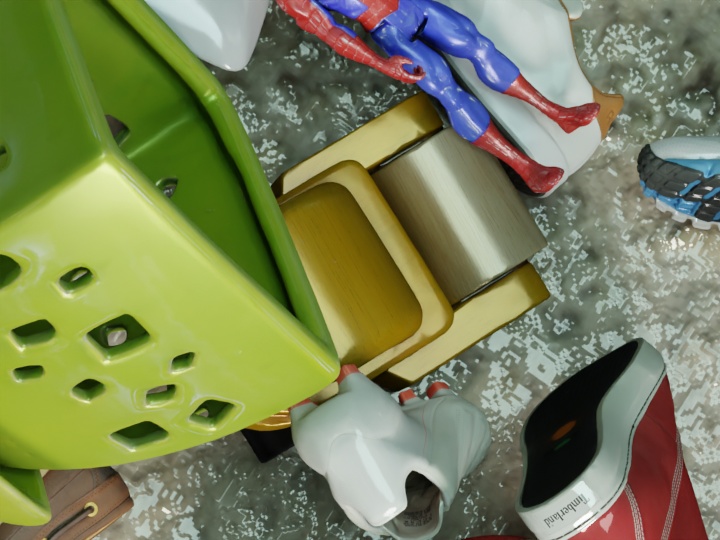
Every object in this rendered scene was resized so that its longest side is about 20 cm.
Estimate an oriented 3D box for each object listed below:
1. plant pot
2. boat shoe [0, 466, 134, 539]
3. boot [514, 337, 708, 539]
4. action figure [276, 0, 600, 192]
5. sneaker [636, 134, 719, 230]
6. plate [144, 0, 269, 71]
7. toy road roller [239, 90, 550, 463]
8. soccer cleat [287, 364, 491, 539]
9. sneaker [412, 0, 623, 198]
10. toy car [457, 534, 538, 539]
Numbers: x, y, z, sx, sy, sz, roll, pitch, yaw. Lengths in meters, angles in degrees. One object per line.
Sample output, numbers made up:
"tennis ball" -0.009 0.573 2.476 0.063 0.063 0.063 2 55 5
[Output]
"plant pot" -0.152 -0.018 1.272 0.181 0.199 0.200 -33 48 10
"boat shoe" -0.186 0.162 1.397 0.068 0.072 0.200 40 76 -4
"boot" 0.146 0.123 1.430 0.072 0.200 0.144 -35 102 21
"action figure" 0.026 -0.118 1.423 0.200 0.052 0.065 35 74 -12
"sneaker" 0.235 -0.069 1.527 0.200 0.075 0.087 1 74 -19
"plate" -0.120 -0.203 1.430 0.199 0.032 0.200 26 41 -7
"toy road roller" 0.000 0.000 1.421 0.200 0.146 0.123 -32 89 -14
"soccer cleat" 0.021 0.095 1.393 0.069 0.200 0.078 -32 74 12
"sneaker" 0.057 -0.138 1.498 0.085 0.073 0.200 -43 103 -17
"toy car" 0.002 0.208 1.405 0.200 0.184 0.177 6 80 19
